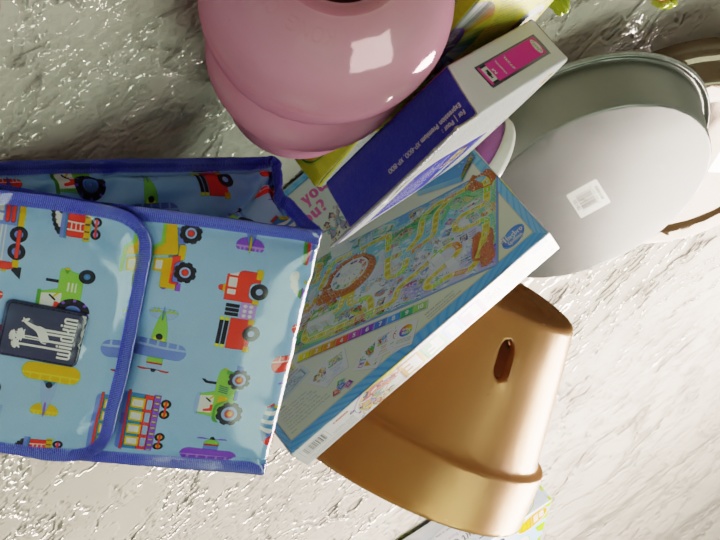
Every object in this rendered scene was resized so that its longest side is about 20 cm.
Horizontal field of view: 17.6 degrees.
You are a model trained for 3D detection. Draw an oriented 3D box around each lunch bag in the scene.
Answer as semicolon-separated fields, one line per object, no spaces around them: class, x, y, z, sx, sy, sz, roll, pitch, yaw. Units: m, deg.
lunch bag;-0.139;0.020;1.220;0.200;0.094;0.151;2;118;-22

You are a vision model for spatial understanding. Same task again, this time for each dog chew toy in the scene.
dog chew toy;-0.023;-0.117;1.165;0.124;0.125;0.200;-33;170;-16

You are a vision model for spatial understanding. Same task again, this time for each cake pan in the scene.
cake pan;0.148;-0.063;1.551;0.200;0.037;0.200;-15;145;-11

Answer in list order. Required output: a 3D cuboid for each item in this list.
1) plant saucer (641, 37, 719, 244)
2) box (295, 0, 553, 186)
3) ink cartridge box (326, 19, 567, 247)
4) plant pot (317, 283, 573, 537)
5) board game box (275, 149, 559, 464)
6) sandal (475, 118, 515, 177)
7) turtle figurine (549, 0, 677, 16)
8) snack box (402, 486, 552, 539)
plant saucer;0.224;-0.083;1.626;0.200;0.030;0.200;-12;142;-9
box;0.047;-0.134;1.275;0.117;0.048;0.200;-27;166;-49
ink cartridge box;0.041;-0.075;1.217;0.095;0.037;0.200;-43;179;25
plant pot;0.049;0.066;1.544;0.200;0.200;0.140;7;113;-60
board game box;0.000;0.000;1.391;0.200;0.135;0.034;-40;158;2
sandal;0.017;-0.028;1.468;0.050;0.083;0.203;39;106;-23
turtle figurine;0.179;-0.216;1.359;0.161;0.064;0.200;-20;160;-23
snack box;0.076;0.273;2.124;0.200;0.053;0.142;-31;157;-21
